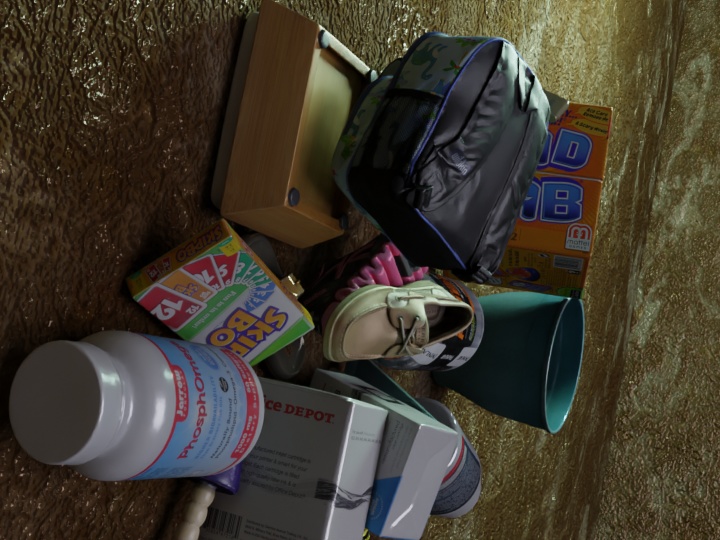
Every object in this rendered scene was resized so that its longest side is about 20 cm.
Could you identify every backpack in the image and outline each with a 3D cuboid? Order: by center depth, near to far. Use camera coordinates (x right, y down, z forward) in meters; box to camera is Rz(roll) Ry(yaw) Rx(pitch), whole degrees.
[{"bbox_3d":[0.077,-0.119,0.946,0.183,0.146,0.201,43,70,-47],"label":"backpack"}]

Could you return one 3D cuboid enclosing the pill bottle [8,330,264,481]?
[{"bbox_3d":[-0.165,0.103,0.758,0.200,0.108,0.110,20,80,-65],"label":"pill bottle"}]

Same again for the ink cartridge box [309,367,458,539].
[{"bbox_3d":[-0.008,0.178,1.025,0.066,0.199,0.117,19,92,-45],"label":"ink cartridge box"}]

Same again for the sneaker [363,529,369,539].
[{"bbox_3d":[-0.002,0.282,1.186,0.074,0.084,0.202,-21,116,-61],"label":"sneaker"}]

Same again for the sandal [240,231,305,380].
[{"bbox_3d":[-0.081,0.039,0.976,0.082,0.054,0.201,-61,148,-37],"label":"sandal"}]

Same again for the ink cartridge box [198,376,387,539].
[{"bbox_3d":[-0.070,0.211,0.946,0.084,0.144,0.202,26,74,-60],"label":"ink cartridge box"}]

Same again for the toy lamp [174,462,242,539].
[{"bbox_3d":[-0.154,0.239,0.885,0.058,0.058,0.202,53,52,-57],"label":"toy lamp"}]

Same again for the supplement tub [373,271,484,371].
[{"bbox_3d":[0.067,0.061,1.219,0.200,0.121,0.124,12,87,-65],"label":"supplement tub"}]

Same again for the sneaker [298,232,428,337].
[{"bbox_3d":[0.000,0.000,1.080,0.200,0.095,0.080,-43,133,-33],"label":"sneaker"}]

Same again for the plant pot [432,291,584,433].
[{"bbox_3d":[0.212,0.120,1.466,0.200,0.186,0.202,-30,124,-58],"label":"plant pot"}]

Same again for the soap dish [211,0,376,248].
[{"bbox_3d":[-0.058,-0.131,0.941,0.157,0.080,0.202,23,76,-64],"label":"soap dish"}]

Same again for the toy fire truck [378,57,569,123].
[{"bbox_3d":[0.105,-0.160,1.095,0.128,0.199,0.177,39,58,-26],"label":"toy fire truck"}]

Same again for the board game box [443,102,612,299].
[{"bbox_3d":[0.218,-0.096,1.338,0.200,0.198,0.202,61,39,-71],"label":"board game box"}]

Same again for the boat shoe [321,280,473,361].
[{"bbox_3d":[0.042,0.053,1.022,0.199,0.064,0.072,-17,120,-47],"label":"boat shoe"}]

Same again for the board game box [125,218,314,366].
[{"bbox_3d":[-0.113,0.034,0.876,0.030,0.095,0.200,61,4,31],"label":"board game box"}]

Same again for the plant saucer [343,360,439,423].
[{"bbox_3d":[0.028,0.153,1.098,0.019,0.200,0.071,11,103,-30],"label":"plant saucer"}]

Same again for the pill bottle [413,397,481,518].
[{"bbox_3d":[0.100,0.264,1.356,0.121,0.118,0.200,-69,152,-23],"label":"pill bottle"}]
